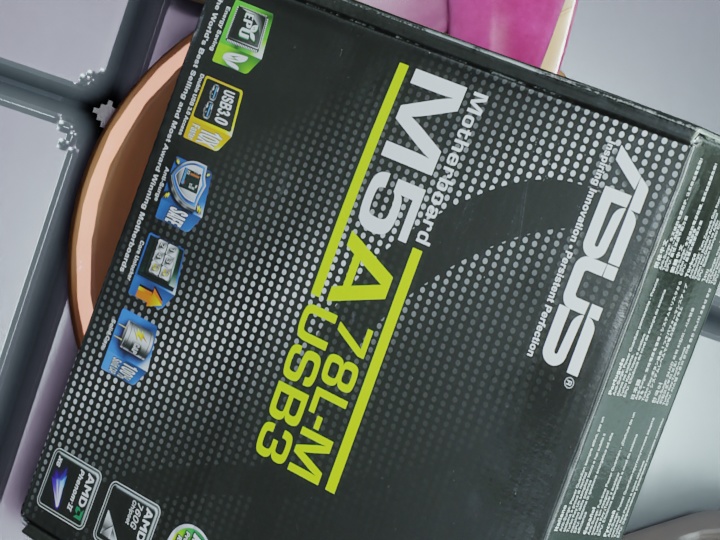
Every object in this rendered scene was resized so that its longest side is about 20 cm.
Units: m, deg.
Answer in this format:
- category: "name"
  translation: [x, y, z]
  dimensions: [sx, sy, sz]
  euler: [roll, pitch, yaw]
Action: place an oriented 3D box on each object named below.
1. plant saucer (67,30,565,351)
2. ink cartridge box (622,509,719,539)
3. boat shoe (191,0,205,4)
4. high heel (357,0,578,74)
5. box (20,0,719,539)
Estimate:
- category: "plant saucer"
  translation: [0.000, 0.000, 0.853]
  dimensions: [0.200, 0.032, 0.201]
  euler: [0, 89, -9]
- category: "ink cartridge box"
  translation: [0.120, 0.189, 0.812]
  dimensions: [0.146, 0.147, 0.201]
  euler: [-14, 91, -9]
- category: "boat shoe"
  translation: [-0.025, -0.188, 0.831]
  dimensions: [0.072, 0.072, 0.200]
  euler: [23, 85, -8]
- category: "high heel"
  translation: [0.059, -0.022, 0.815]
  dimensions: [0.096, 0.067, 0.201]
  euler: [-18, 79, 1]
- category: "box"
  translation: [0.002, 0.026, 0.750]
  dimensions: [0.047, 0.193, 0.201]
  euler: [15, 99, -49]
